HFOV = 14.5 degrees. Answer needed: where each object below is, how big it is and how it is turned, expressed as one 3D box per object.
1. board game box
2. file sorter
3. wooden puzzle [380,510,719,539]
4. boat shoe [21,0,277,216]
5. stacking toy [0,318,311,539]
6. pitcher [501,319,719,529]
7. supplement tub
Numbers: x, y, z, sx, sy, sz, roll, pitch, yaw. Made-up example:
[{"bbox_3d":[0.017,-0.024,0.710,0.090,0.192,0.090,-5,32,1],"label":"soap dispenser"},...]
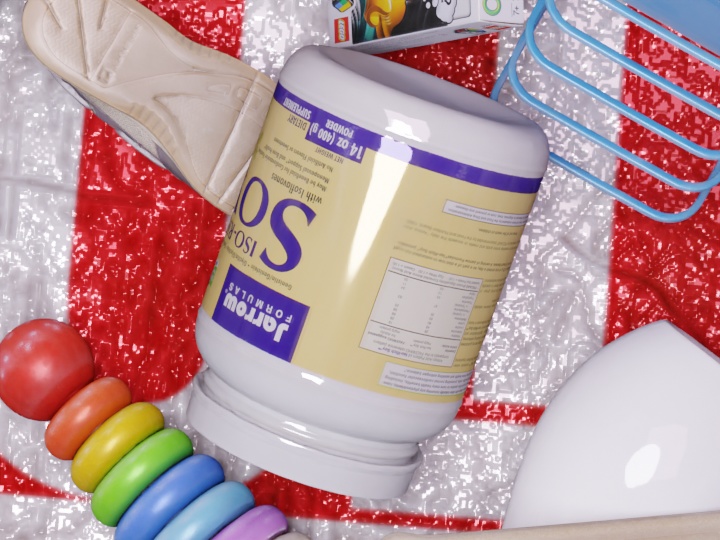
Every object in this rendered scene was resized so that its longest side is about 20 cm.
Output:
[{"bbox_3d":[0.030,-0.218,1.460,0.035,0.126,0.201,0,86,-38],"label":"board game box"},{"bbox_3d":[0.159,-0.128,1.429,0.138,0.200,0.123,29,69,2],"label":"file sorter"},{"bbox_3d":[0.100,0.207,1.409,0.199,0.037,0.186,-1,119,-12],"label":"wooden puzzle"},{"bbox_3d":[-0.095,-0.089,1.505,0.200,0.065,0.072,33,90,-15],"label":"boat shoe"},{"bbox_3d":[-0.116,0.105,1.483,0.085,0.085,0.200,-42,78,-5],"label":"stacking toy"},{"bbox_3d":[0.148,0.142,1.465,0.171,0.121,0.200,35,95,-17],"label":"pitcher"},{"bbox_3d":[0.000,0.000,1.441,0.145,0.145,0.201,20,100,2],"label":"supplement tub"}]
